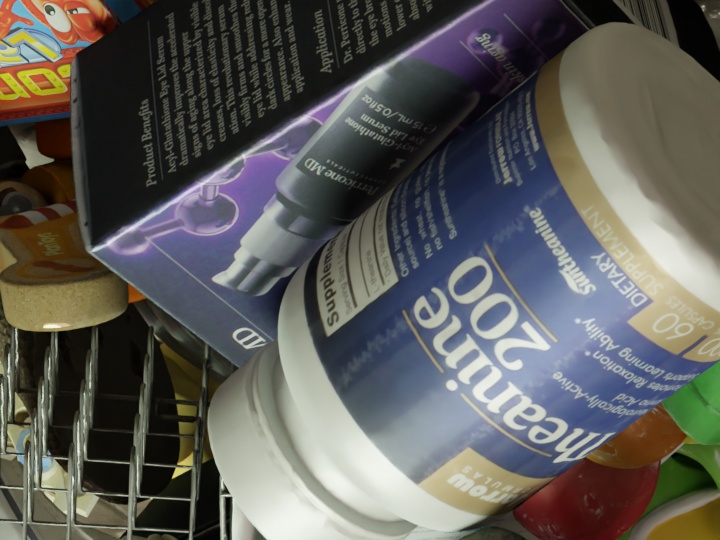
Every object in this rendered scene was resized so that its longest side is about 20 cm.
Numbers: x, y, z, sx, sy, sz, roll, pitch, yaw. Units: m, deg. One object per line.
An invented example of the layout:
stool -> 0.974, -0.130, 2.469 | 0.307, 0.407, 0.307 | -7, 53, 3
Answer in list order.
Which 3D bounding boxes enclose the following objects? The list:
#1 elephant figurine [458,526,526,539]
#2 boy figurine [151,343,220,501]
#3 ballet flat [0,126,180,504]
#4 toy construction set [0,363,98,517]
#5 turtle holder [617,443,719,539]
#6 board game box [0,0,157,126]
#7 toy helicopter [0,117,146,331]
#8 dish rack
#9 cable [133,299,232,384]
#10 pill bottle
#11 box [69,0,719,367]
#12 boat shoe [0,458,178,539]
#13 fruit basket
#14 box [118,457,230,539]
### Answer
elephant figurine -> 0.068, 0.161, 1.013 | 0.142, 0.155, 0.200 | 53, 134, 5
boy figurine -> -0.083, 0.085, 1.312 | 0.064, 0.125, 0.200 | -4, 166, 16
ballet flat -> -0.143, 0.013, 1.196 | 0.201, 0.067, 0.046 | 58, 145, 1
toy construction set -> -0.172, 0.034, 1.313 | 0.130, 0.092, 0.201 | 9, 140, 5
turtle holder -> 0.134, 0.116, 1.255 | 0.185, 0.132, 0.141 | -17, 175, 27
board game box -> -0.189, -0.130, 1.057 | 0.199, 0.056, 0.196 | -6, 146, 28
toy helicopter -> -0.134, -0.010, 1.066 | 0.131, 0.079, 0.200 | -6, -167, -12
dish rack -> -0.120, 0.062, 1.086 | 0.199, 0.154, 0.055 | 3, 113, -2
cable -> 0.000, 0.000, 1.203 | 0.199, 0.070, 0.200 | 29, 147, -26
pill bottle -> 0.043, 0.017, 0.925 | 0.111, 0.111, 0.200 | 31, 124, -31
box -> 0.015, -0.053, 1.005 | 0.200, 0.105, 0.148 | -32, 133, 23
boat shoe -> -0.082, 0.140, 1.111 | 0.200, 0.066, 0.072 | 46, 174, 17
fruit basket -> 0.100, 0.052, 1.088 | 0.200, 0.094, 0.185 | -39, 160, 24
box -> 0.004, 0.167, 1.190 | 0.148, 0.107, 0.201 | -26, 102, 27
